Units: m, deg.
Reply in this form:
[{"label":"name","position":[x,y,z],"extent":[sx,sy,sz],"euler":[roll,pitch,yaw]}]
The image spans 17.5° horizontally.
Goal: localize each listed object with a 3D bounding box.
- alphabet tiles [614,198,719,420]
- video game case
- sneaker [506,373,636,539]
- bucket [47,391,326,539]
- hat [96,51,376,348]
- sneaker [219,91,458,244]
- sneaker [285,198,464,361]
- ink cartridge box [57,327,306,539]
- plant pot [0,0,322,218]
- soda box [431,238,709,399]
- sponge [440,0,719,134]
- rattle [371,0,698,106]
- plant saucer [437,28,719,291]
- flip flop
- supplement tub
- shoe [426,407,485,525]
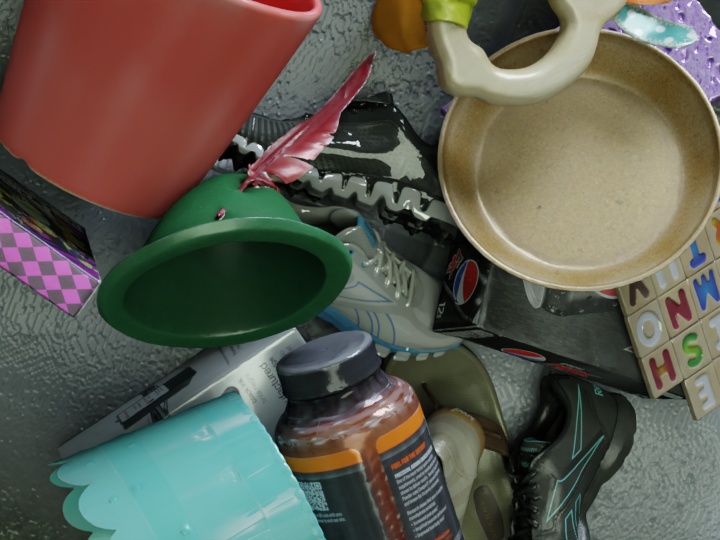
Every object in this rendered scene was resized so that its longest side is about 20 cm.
[{"label":"alphabet tiles","position":[0.267,0.008,1.738],"extent":[0.200,0.008,0.168],"euler":[-30,108,-35]},{"label":"video game case","position":[-0.268,-0.055,1.580],"extent":[0.200,0.181,0.036],"euler":[37,94,-15]},{"label":"sneaker","position":[0.135,0.171,1.741],"extent":[0.079,0.075,0.200],"euler":[32,70,-31]},{"label":"bucket","position":[-0.107,0.189,1.568],"extent":[0.135,0.207,0.208],"euler":[-25,105,-13]},{"label":"hat","position":[-0.097,-0.059,1.594],"extent":[0.200,0.176,0.166],"euler":[15,142,-43]},{"label":"sneaker","position":[-0.014,-0.092,1.685],"extent":[0.200,0.066,0.091],"euler":[19,80,-5]},{"label":"sneaker","position":[0.000,0.000,1.683],"extent":[0.200,0.075,0.087],"euler":[20,137,-16]},{"label":"ink cartridge box","position":[-0.099,0.143,1.704],"extent":[0.200,0.083,0.147],"euler":[-34,106,-2]},{"label":"plant pot","position":[-0.151,-0.145,1.588],"extent":[0.200,0.200,0.178],"euler":[24,106,-15]},{"label":"soda box","position":[0.155,0.037,1.711],"extent":[0.200,0.063,0.071],"euler":[18,79,-29]},{"label":"sponge","position":[0.170,-0.127,1.699],"extent":[0.200,0.030,0.112],"euler":[-35,82,-4]},{"label":"rattle","position":[0.127,-0.180,1.653],"extent":[0.200,0.143,0.131],"euler":[-17,81,-17]},{"label":"plant saucer","position":[0.154,-0.073,1.644],"extent":[0.200,0.035,0.201],"euler":[-1,69,4]},{"label":"flip flop","position":[0.078,0.138,1.751],"extent":[0.081,0.058,0.200],"euler":[-22,105,-6]},{"label":"supplement tub","position":[0.005,0.146,1.627],"extent":[0.107,0.107,0.200],"euler":[-19,105,-7]},{"label":"shoe","position":[0.039,0.191,1.726],"extent":[0.070,0.053,0.200],"euler":[21,122,8]}]
